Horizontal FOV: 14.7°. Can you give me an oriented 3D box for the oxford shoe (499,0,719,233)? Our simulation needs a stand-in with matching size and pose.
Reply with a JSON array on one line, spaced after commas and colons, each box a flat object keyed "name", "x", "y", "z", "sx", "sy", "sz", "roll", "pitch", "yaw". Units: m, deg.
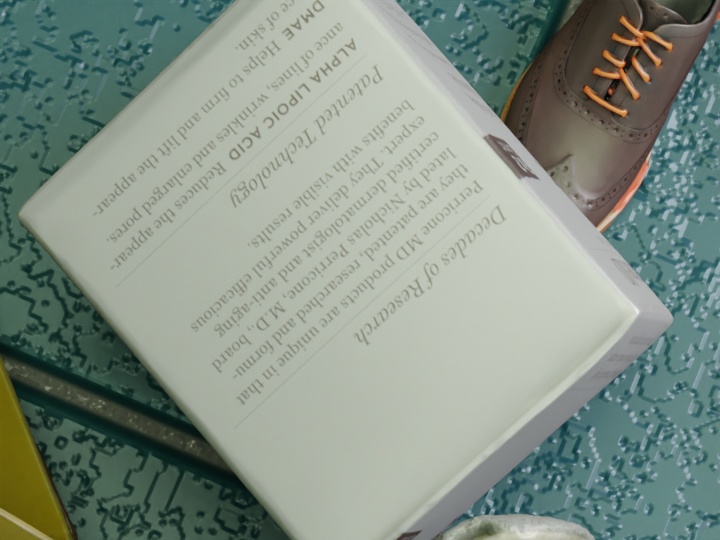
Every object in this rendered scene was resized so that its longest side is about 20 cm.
[{"name": "oxford shoe", "x": 0.111, "y": -0.090, "z": 1.238, "sx": 0.071, "sy": 0.073, "sz": 0.201, "roll": 27, "pitch": 78, "yaw": 4}]

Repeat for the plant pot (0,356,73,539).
[{"name": "plant pot", "x": -0.263, "y": 0.052, "z": 1.122, "sx": 0.176, "sy": 0.200, "sz": 0.201, "roll": -33, "pitch": 58, "yaw": 9}]

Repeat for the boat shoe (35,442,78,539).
[{"name": "boat shoe", "x": -0.105, "y": 0.161, "z": 1.178, "sx": 0.072, "sy": 0.072, "sz": 0.200, "roll": -35, "pitch": 74, "yaw": -7}]

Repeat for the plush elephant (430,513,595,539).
[{"name": "plush elephant", "x": 0.052, "y": 0.183, "z": 1.133, "sx": 0.154, "sy": 0.165, "sz": 0.201, "roll": 25, "pitch": 48, "yaw": -11}]

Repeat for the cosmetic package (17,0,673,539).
[{"name": "cosmetic package", "x": 0.000, "y": 0.000, "z": 1.149, "sx": 0.165, "sy": 0.165, "sz": 0.200, "roll": -43, "pitch": 82, "yaw": 7}]
